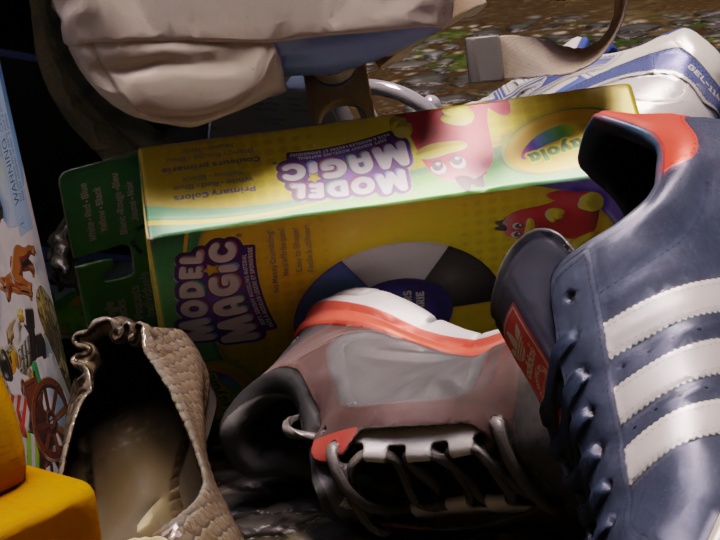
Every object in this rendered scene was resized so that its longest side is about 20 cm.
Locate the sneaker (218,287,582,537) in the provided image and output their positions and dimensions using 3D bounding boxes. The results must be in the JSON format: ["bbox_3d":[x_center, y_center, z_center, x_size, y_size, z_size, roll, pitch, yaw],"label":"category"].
[{"bbox_3d":[0.030,0.060,0.789,0.082,0.077,0.200,-37,23,-30],"label":"sneaker"}]

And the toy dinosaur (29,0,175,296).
[{"bbox_3d":[-0.074,-0.014,0.960,0.088,0.200,0.047,-54,17,-18],"label":"toy dinosaur"}]

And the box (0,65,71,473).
[{"bbox_3d":[-0.146,0.001,0.794,0.038,0.200,0.137,-5,16,19],"label":"box"}]

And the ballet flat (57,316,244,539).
[{"bbox_3d":[-0.070,0.064,0.774,0.067,0.046,0.200,-22,25,7],"label":"ballet flat"}]

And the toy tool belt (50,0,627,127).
[{"bbox_3d":[-0.012,-0.109,0.889,0.200,0.125,0.123,-7,3,-4],"label":"toy tool belt"}]

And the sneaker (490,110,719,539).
[{"bbox_3d":[0.069,0.039,0.674,0.084,0.075,0.200,17,53,3],"label":"sneaker"}]

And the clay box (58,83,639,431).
[{"bbox_3d":[0.000,0.000,0.891,0.200,0.115,0.048,-9,51,-3],"label":"clay box"}]

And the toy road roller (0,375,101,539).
[{"bbox_3d":[-0.113,0.078,0.615,0.200,0.146,0.123,9,23,42],"label":"toy road roller"}]

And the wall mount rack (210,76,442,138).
[{"bbox_3d":[-0.046,-0.108,1.183,0.200,0.174,0.075,3,50,28],"label":"wall mount rack"}]

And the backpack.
[{"bbox_3d":[-0.162,-0.054,1.062,0.183,0.147,0.200,4,16,-13],"label":"backpack"}]

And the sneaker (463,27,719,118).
[{"bbox_3d":[0.075,-0.047,1.013,0.200,0.075,0.088,-2,48,55],"label":"sneaker"}]
